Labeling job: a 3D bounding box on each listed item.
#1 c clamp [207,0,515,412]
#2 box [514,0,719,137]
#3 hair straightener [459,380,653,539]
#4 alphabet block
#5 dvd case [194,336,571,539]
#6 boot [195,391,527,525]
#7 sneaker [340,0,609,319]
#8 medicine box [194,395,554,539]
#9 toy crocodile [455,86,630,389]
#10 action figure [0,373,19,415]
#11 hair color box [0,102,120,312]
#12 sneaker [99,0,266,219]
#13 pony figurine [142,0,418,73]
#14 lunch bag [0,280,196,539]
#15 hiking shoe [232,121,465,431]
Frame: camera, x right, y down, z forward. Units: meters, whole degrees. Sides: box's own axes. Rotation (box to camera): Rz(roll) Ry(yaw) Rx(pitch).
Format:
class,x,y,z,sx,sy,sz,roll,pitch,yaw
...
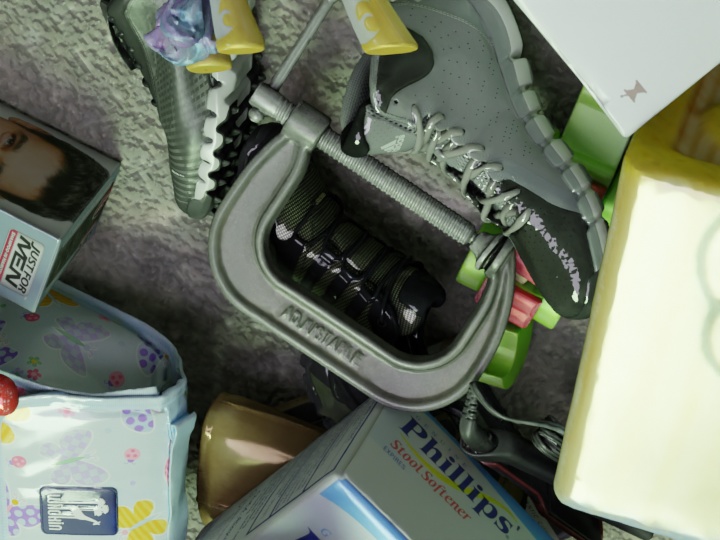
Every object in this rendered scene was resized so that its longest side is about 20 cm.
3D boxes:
class,x,y,z,sx,sy,sz,roll,pitch,yaw
c clamp,0.007,-0.026,1.294,0.200,0.027,0.171,39,97,-1
box,0.113,-0.176,1.124,0.106,0.200,0.152,-38,105,12
hair straightener,0.122,0.108,1.350,0.077,0.041,0.200,-16,143,28
alphabet block,0.218,0.010,1.159,0.194,0.197,0.201,15,124,8
dvd case,0.014,0.134,1.472,0.199,0.016,0.149,-22,110,28
boot,-0.002,0.171,1.457,0.199,0.066,0.176,13,118,13
sneaker,0.048,-0.055,1.239,0.201,0.115,0.075,67,150,15
medicine box,0.007,0.196,1.364,0.182,0.103,0.200,45,128,-7
toy crocodile,0.104,-0.020,1.319,0.067,0.062,0.200,28,124,1
action figure,-0.267,0.021,1.348,0.199,0.065,0.099,23,114,31
hair color box,-0.254,-0.064,1.391,0.199,0.099,0.061,27,124,1
sneaker,-0.103,-0.127,1.326,0.090,0.067,0.201,13,120,14
pony figurine,-0.063,-0.205,1.186,0.192,0.166,0.201,-4,86,19
lunch bag,-0.192,0.106,1.437,0.199,0.127,0.170,23,127,25
hiking shoe,0.000,0.000,1.352,0.100,0.076,0.201,-9,116,32
